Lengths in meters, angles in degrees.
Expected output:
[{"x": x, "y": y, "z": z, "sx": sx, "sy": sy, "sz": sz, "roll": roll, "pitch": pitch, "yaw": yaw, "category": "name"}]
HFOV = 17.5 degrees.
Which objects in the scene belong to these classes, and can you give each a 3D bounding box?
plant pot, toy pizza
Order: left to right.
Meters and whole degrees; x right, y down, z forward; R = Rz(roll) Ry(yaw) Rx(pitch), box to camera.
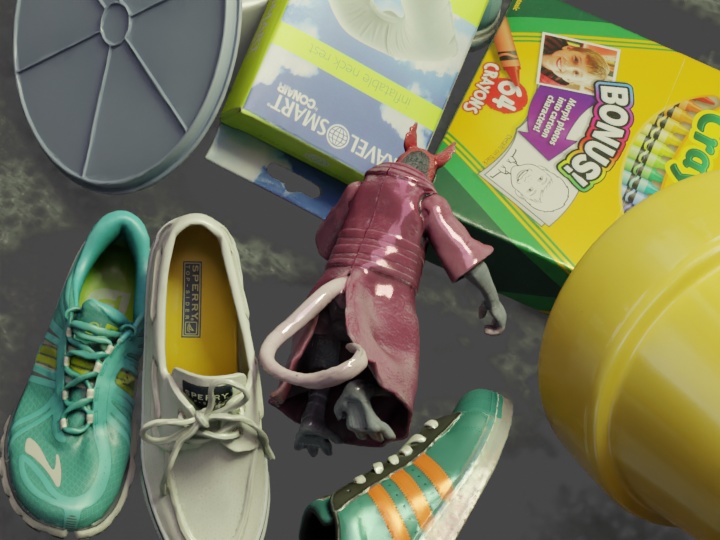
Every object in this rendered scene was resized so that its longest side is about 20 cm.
[{"x": -0.135, "y": -0.145, "z": 1.392, "sx": 0.032, "sy": 0.200, "sz": 0.201, "roll": 5, "pitch": 47, "yaw": -48, "category": "toy pizza"}, {"x": 0.223, "y": 0.076, "z": 1.253, "sx": 0.199, "sy": 0.202, "sz": 0.189, "roll": -13, "pitch": 35, "yaw": -19, "category": "plant pot"}]

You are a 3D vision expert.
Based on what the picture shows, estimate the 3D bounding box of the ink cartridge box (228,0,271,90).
[{"x": -0.070, "y": -0.203, "z": 1.495, "sx": 0.199, "sy": 0.084, "sz": 0.147, "roll": -18, "pitch": 61, "yaw": -22, "category": "ink cartridge box"}]

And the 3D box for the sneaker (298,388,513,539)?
[{"x": 0.016, "y": 0.132, "z": 1.284, "sx": 0.080, "sy": 0.072, "sz": 0.200, "roll": 31, "pitch": 56, "yaw": 5, "category": "sneaker"}]

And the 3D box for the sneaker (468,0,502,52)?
[{"x": 0.050, "y": -0.245, "z": 1.551, "sx": 0.073, "sy": 0.082, "sz": 0.201, "roll": -15, "pitch": 59, "yaw": -22, "category": "sneaker"}]

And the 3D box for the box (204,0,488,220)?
[{"x": -0.001, "y": -0.135, "z": 1.419, "sx": 0.121, "sy": 0.048, "sz": 0.201, "roll": 27, "pitch": 76, "yaw": -17, "category": "box"}]

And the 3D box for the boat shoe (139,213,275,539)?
[{"x": -0.082, "y": 0.069, "z": 1.253, "sx": 0.074, "sy": 0.086, "sz": 0.204, "roll": 0, "pitch": 86, "yaw": -5, "category": "boat shoe"}]

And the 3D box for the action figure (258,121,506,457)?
[{"x": 0.000, "y": 0.000, "z": 1.321, "sx": 0.133, "sy": 0.149, "sz": 0.201, "roll": 5, "pitch": 67, "yaw": 31, "category": "action figure"}]

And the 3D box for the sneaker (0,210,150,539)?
[{"x": -0.154, "y": 0.055, "z": 1.300, "sx": 0.077, "sy": 0.080, "sz": 0.201, "roll": 10, "pitch": 55, "yaw": -4, "category": "sneaker"}]

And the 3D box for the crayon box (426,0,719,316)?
[{"x": 0.140, "y": -0.065, "z": 1.457, "sx": 0.171, "sy": 0.058, "sz": 0.201, "roll": 23, "pitch": 54, "yaw": 5, "category": "crayon box"}]
